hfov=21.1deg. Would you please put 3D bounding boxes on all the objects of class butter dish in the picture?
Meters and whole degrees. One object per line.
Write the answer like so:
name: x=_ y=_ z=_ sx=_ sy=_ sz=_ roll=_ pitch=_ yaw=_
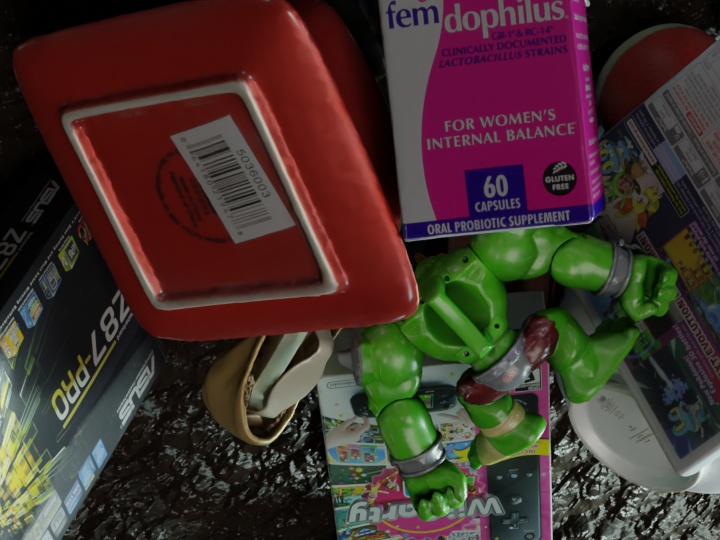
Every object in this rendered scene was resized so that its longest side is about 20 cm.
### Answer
butter dish: x=-0.056 y=-0.077 z=1.063 sx=0.148 sy=0.199 sz=0.201 roll=-51 pitch=126 yaw=-45

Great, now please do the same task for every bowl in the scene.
bowl: x=0.195 y=0.077 z=1.230 sx=0.090 sy=0.200 sz=0.202 roll=-50 pitch=135 yaw=-31

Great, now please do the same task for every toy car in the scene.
toy car: x=0.237 y=-0.052 z=1.221 sx=0.184 sy=0.200 sz=0.177 roll=-30 pitch=120 yaw=-3

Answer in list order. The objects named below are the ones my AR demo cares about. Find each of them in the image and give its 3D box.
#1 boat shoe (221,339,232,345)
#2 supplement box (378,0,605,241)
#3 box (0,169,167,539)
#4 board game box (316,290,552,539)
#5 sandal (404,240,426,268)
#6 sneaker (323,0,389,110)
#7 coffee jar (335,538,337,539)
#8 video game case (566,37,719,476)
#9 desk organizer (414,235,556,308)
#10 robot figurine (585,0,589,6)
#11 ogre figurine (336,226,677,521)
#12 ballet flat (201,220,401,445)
boat shoe: x=-0.100 y=-0.024 z=1.175 sx=0.074 sy=0.073 sz=0.200 roll=-45 pitch=121 yaw=-19
supplement box: x=0.067 y=-0.122 z=1.014 sx=0.101 sy=0.103 sz=0.201 roll=-6 pitch=94 yaw=11
box: x=-0.195 y=0.068 z=1.121 sx=0.162 sy=0.049 sz=0.200 roll=75 pitch=33 yaw=-44
board game box: x=0.051 y=0.112 z=1.261 sx=0.147 sy=0.064 sz=0.201 roll=-5 pitch=133 yaw=1
sandal: x=0.001 y=0.000 z=1.215 sx=0.076 sy=0.043 sz=0.201 roll=9 pitch=134 yaw=1
sneaker: x=-0.010 y=-0.118 z=1.170 sx=0.079 sy=0.076 sz=0.200 roll=-17 pitch=130 yaw=14
coffee jar: x=0.071 y=0.242 z=1.415 sx=0.199 sy=0.085 sz=0.105 roll=22 pitch=110 yaw=-34
video game case: x=0.208 y=-0.012 z=1.130 sx=0.182 sy=0.201 sz=0.023 roll=-40 pitch=154 yaw=29
desk organizer: x=0.080 y=0.030 z=1.292 sx=0.077 sy=0.072 sz=0.201 roll=-10 pitch=124 yaw=-16
robot figurine: x=0.108 y=-0.246 z=1.100 sx=0.169 sy=0.113 sz=0.201 roll=13 pitch=122 yaw=13
ogre figurine: x=0.077 y=0.039 z=1.119 sx=0.200 sy=0.098 sz=0.120 roll=-37 pitch=109 yaw=25
ballet flat: x=-0.021 y=0.018 z=1.136 sx=0.068 sy=0.063 sz=0.201 roll=20 pitch=108 yaw=-37
